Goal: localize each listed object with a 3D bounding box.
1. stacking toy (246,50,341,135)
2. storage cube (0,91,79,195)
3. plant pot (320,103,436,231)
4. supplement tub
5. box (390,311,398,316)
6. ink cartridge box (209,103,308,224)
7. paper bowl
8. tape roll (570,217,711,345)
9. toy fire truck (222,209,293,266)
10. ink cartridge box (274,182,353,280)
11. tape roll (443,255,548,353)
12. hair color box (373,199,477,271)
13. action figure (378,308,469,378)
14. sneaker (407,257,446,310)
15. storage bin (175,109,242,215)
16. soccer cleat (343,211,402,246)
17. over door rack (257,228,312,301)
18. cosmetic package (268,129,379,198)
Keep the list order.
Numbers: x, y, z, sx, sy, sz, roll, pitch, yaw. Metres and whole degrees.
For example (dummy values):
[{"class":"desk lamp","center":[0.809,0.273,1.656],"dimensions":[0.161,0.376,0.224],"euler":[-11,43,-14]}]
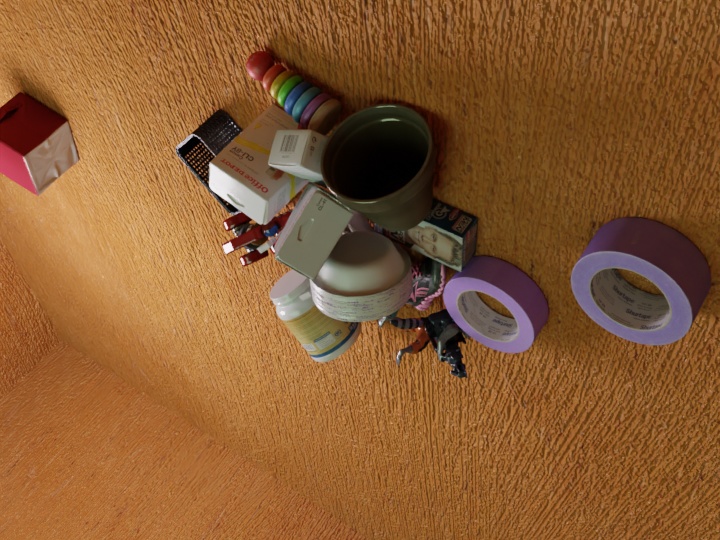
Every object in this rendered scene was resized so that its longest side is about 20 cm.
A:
[{"class":"stacking toy","center":[-0.133,-0.331,1.537],"dimensions":[0.200,0.085,0.086],"euler":[39,151,11]},{"class":"storage cube","center":[-0.921,-0.351,2.322],"dimensions":[0.179,0.171,0.201],"euler":[30,148,15]},{"class":"plant pot","center":[0.050,-0.159,1.462],"dimensions":[0.199,0.201,0.174],"euler":[22,161,29]},{"class":"supplement tub","center":[-0.106,0.098,1.945],"dimensions":[0.144,0.145,0.200],"euler":[-5,128,52]},{"class":"box","center":[0.029,0.041,1.793],"dimensions":[0.082,0.049,0.200],"euler":[27,171,22]},{"class":"ink cartridge box","center":[-0.178,-0.208,1.623],"dimensions":[0.145,0.200,0.084],"euler":[34,150,11]},{"class":"paper bowl","center":[0.000,0.000,1.602],"dimensions":[0.200,0.200,0.105],"euler":[20,132,32]},{"class":"tape roll","center":[0.444,0.019,1.325],"dimensions":[0.199,0.085,0.201],"euler":[29,149,19]},{"class":"toy fire truck","center":[-0.196,-0.094,1.802],"dimensions":[0.168,0.199,0.113],"euler":[-21,94,56]},{"class":"ink cartridge box","center":[-0.090,-0.076,1.534],"dimensions":[0.085,0.148,0.200],"euler":[30,-175,-12]},{"class":"tape roll","center":[0.262,0.067,1.620],"dimensions":[0.199,0.066,0.201],"euler":[29,147,20]},{"class":"hair color box","center":[0.121,-0.086,1.582],"dimensions":[0.199,0.061,0.100],"euler":[26,148,24]},{"class":"action figure","center":[0.156,0.136,1.722],"dimensions":[0.200,0.192,0.105],"euler":[-124,27,-53]},{"class":"sneaker","center":[0.114,0.019,1.684],"dimensions":[0.095,0.079,0.200],"euler":[13,149,-8]},{"class":"storage bin","center":[-0.292,-0.234,1.829],"dimensions":[0.200,0.094,0.135],"euler":[49,149,-15]},{"class":"soccer cleat","center":[0.021,-0.052,1.724],"dimensions":[0.200,0.078,0.069],"euler":[45,151,-7]},{"class":"over door rack","center":[-0.092,-0.057,1.720],"dimensions":[0.148,0.200,0.066],"euler":[50,148,-13]},{"class":"cosmetic package","center":[-0.060,-0.195,1.532],"dimensions":[0.199,0.075,0.101],"euler":[20,174,-43]}]
